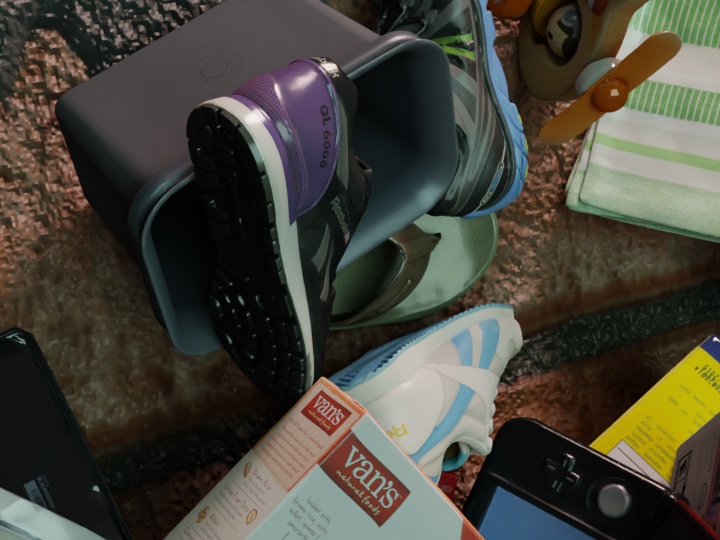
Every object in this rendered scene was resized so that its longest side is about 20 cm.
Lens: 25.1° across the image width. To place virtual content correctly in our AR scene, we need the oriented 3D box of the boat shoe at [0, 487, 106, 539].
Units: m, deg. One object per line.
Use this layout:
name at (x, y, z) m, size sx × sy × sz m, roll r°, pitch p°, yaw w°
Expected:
boat shoe at (-0.163, 0.169, 0.845) m, size 0.199 × 0.071 × 0.070 m, roll 31°, pitch 70°, yaw -12°

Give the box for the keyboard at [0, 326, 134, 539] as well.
keyboard at (-0.197, 0.144, 0.885) m, size 0.127 × 0.021 × 0.201 m, roll -25°, pitch 84°, yaw -17°

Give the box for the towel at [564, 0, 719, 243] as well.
towel at (0.225, -0.121, 1.042) m, size 0.023 × 0.152 × 0.201 m, roll 28°, pitch 76°, yaw -64°

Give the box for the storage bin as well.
storage bin at (-0.063, -0.066, 0.903) m, size 0.200 × 0.134 × 0.146 m, roll -33°, pitch 141°, yaw -19°

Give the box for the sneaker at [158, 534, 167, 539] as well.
sneaker at (-0.125, 0.225, 0.928) m, size 0.199 × 0.060 × 0.105 m, roll -29°, pitch 98°, yaw -14°

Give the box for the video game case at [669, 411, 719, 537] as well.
video game case at (0.192, 0.159, 0.856) m, size 0.022 × 0.182 × 0.201 m, roll 18°, pitch 64°, yaw -2°

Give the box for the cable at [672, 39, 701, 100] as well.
cable at (0.291, -0.112, 1.112) m, size 0.163 × 0.051 × 0.201 m, roll -35°, pitch 104°, yaw -18°

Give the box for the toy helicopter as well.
toy helicopter at (0.151, -0.158, 0.965) m, size 0.078 × 0.200 × 0.133 m, roll 5°, pitch 72°, yaw -25°

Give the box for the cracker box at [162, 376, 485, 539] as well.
cracker box at (-0.039, 0.173, 0.816) m, size 0.200 × 0.058 × 0.134 m, roll -46°, pitch 121°, yaw -8°

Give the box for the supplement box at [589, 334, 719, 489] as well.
supplement box at (0.186, 0.157, 1.019) m, size 0.200 × 0.110 × 0.109 m, roll -39°, pitch 70°, yaw -19°

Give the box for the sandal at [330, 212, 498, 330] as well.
sandal at (-0.001, 0.001, 0.978) m, size 0.200 × 0.057 × 0.080 m, roll -15°, pitch 98°, yaw -24°

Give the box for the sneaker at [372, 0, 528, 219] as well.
sneaker at (0.037, -0.126, 0.971) m, size 0.082 × 0.071 × 0.201 m, roll -21°, pitch 92°, yaw -32°

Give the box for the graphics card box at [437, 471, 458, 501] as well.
graphics card box at (-0.016, 0.201, 0.956) m, size 0.125 × 0.051 × 0.201 m, roll 24°, pitch 81°, yaw -53°

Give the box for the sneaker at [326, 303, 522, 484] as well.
sneaker at (0.045, 0.074, 0.953) m, size 0.200 × 0.076 × 0.081 m, roll -26°, pitch 91°, yaw -59°

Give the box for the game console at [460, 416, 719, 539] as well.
game console at (0.099, 0.202, 0.881) m, size 0.201 × 0.172 × 0.119 m, roll -66°, pitch 157°, yaw 5°

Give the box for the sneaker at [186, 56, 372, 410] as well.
sneaker at (-0.025, -0.015, 0.818) m, size 0.087 × 0.076 × 0.201 m, roll -34°, pitch 142°, yaw -30°
